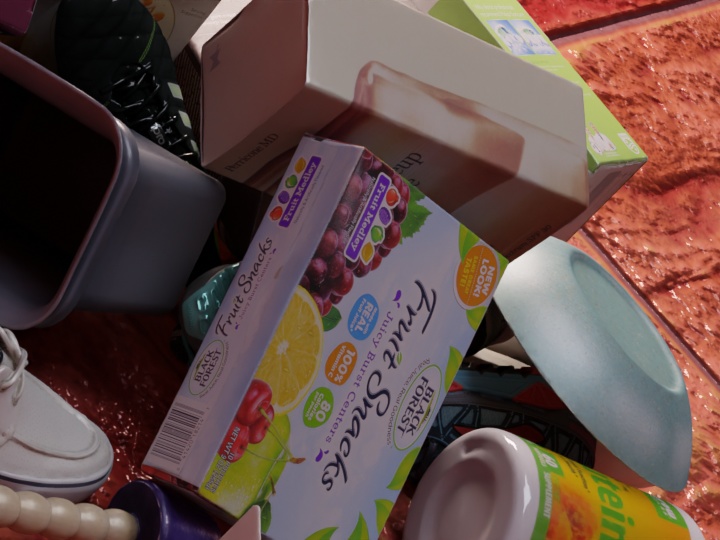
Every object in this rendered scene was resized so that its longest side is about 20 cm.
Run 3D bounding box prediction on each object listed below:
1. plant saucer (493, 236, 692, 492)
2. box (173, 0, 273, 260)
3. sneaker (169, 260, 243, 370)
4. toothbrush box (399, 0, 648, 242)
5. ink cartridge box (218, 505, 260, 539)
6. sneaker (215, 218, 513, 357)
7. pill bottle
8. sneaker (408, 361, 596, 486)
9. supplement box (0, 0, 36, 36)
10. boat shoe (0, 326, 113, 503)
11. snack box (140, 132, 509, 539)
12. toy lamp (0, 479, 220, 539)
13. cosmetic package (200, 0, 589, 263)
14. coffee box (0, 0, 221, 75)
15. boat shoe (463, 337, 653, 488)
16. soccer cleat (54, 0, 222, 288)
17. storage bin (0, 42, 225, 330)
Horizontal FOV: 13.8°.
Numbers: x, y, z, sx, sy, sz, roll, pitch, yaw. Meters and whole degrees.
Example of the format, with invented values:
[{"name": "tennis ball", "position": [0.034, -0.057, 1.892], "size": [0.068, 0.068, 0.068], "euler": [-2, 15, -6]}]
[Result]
[{"name": "plant saucer", "position": [0.146, 0.042, 1.788], "size": [0.201, 0.039, 0.201], "euler": [46, 16, -17]}, {"name": "box", "position": [-0.056, -0.101, 1.776], "size": [0.100, 0.075, 0.200], "euler": [-8, 46, -25]}, {"name": "sneaker", "position": [-0.069, 0.038, 1.661], "size": [0.200, 0.091, 0.078], "euler": [18, 65, -70]}, {"name": "toothbrush box", "position": [0.068, -0.098, 1.982], "size": [0.200, 0.146, 0.086], "euler": [50, 25, 15]}, {"name": "ink cartridge box", "position": [-0.050, 0.224, 1.422], "size": [0.067, 0.117, 0.200], "euler": [28, 32, -27]}, {"name": "sneaker", "position": [0.000, 0.000, 1.791], "size": [0.199, 0.074, 0.087], "euler": [24, 21, 8]}, {"name": "pill bottle", "position": [0.132, 0.174, 1.730], "size": [0.200, 0.111, 0.111], "euler": [24, 33, -31]}, {"name": "sneaker", "position": [0.060, 0.104, 1.765], "size": [0.199, 0.079, 0.096], "euler": [3, 78, -26]}, {"name": "supplement box", "position": [-0.244, -0.199, 1.660], "size": [0.085, 0.111, 0.200], "euler": [23, -7, -31]}, {"name": "boat shoe", "position": [-0.201, 0.059, 1.506], "size": [0.200, 0.070, 0.071], "euler": [25, 33, -29]}, {"name": "snack box", "position": [-0.016, 0.049, 1.579], "size": [0.053, 0.200, 0.142], "euler": [17, -13, 43]}, {"name": "toy lamp", "position": [-0.156, 0.122, 1.491], "size": [0.200, 0.058, 0.058], "euler": [18, 37, -40]}, {"name": "cosmetic package", "position": [0.020, -0.079, 1.639], "size": [0.200, 0.103, 0.087], "euler": [21, 52, -31]}, {"name": "coffee box", "position": [-0.158, -0.168, 1.732], "size": [0.114, 0.200, 0.080], "euler": [15, 37, -40]}, {"name": "boat shoe", "position": [0.118, 0.077, 1.887], "size": [0.201, 0.072, 0.060], "euler": [25, 37, -23]}, {"name": "soccer cleat", "position": [-0.119, -0.077, 1.701], "size": [0.081, 0.067, 0.200], "euler": [41, -25, 50]}, {"name": "storage bin", "position": [-0.179, -0.041, 1.601], "size": [0.200, 0.146, 0.134], "euler": [30, 8, 32]}]
